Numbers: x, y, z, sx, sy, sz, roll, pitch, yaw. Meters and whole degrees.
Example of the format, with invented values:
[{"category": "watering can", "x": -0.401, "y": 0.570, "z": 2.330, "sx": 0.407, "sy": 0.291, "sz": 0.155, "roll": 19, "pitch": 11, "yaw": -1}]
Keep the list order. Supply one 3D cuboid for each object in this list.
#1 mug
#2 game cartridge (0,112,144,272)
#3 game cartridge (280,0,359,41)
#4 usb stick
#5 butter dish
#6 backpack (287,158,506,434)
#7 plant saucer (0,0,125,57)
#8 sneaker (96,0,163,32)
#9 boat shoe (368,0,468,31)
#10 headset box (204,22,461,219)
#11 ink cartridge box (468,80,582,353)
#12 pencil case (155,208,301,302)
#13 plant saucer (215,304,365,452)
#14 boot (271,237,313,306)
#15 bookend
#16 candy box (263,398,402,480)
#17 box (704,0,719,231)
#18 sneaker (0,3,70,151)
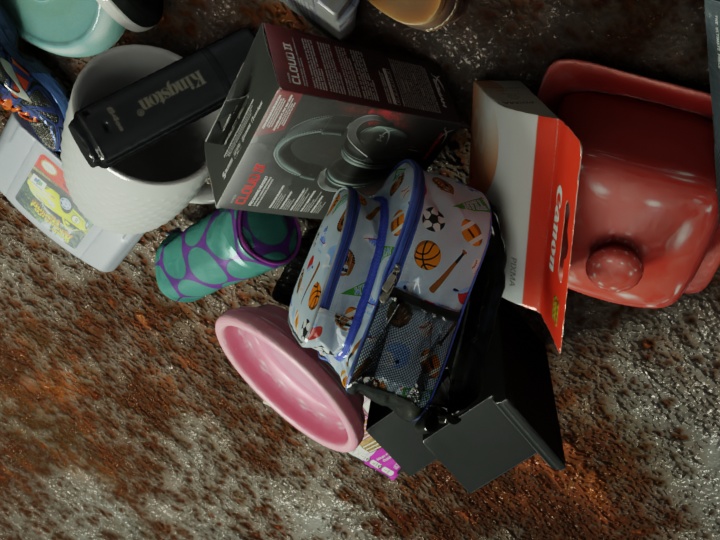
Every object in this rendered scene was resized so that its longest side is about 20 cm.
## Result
[{"category": "mug", "x": -0.206, "y": -0.111, "z": 0.865, "sx": 0.196, "sy": 0.151, "sz": 0.175, "roll": 10, "pitch": 156, "yaw": -23}, {"category": "game cartridge", "x": -0.355, "y": -0.089, "z": 1.019, "sx": 0.199, "sy": 0.041, "sz": 0.133, "roll": 42, "pitch": 137, "yaw": -12}, {"category": "game cartridge", "x": -0.057, "y": -0.233, "z": 0.657, "sx": 0.128, "sy": 0.200, "sz": 0.039, "roll": 31, "pitch": 98, "yaw": -6}, {"category": "usb stick", "x": -0.166, "y": -0.158, "z": 0.764, "sx": 0.056, "sy": 0.198, "sz": 0.032, "roll": 60, "pitch": 155, "yaw": -11}, {"category": "butter dish", "x": 0.218, "y": -0.042, "z": 0.703, "sx": 0.196, "sy": 0.149, "sz": 0.203, "roll": 18, "pitch": 134, "yaw": 12}, {"category": "backpack", "x": 0.028, "y": 0.005, "z": 0.707, "sx": 0.152, "sy": 0.193, "sz": 0.200, "roll": 28, "pitch": -179, "yaw": -18}, {"category": "plant saucer", "x": -0.316, "y": -0.299, "z": 0.827, "sx": 0.196, "sy": 0.028, "sz": 0.203, "roll": 14, "pitch": 133, "yaw": 16}, {"category": "sneaker", "x": -0.198, "y": -0.310, "z": 0.727, "sx": 0.110, "sy": 0.073, "sz": 0.203, "roll": -2, "pitch": 125, "yaw": 29}, {"category": "boat shoe", "x": 0.002, "y": -0.261, "z": 0.671, "sx": 0.200, "sy": 0.070, "sz": 0.071, "roll": 47, "pitch": 123, "yaw": 12}, {"category": "headset box", "x": -0.036, "y": -0.120, "z": 0.739, "sx": 0.196, "sy": 0.078, "sz": 0.149, "roll": 4, "pitch": 144, "yaw": -32}, {"category": "ink cartridge box", "x": 0.124, "y": -0.051, "z": 0.682, "sx": 0.049, "sy": 0.201, "sz": 0.166, "roll": 0, "pitch": 114, "yaw": -1}, {"category": "pencil case", "x": -0.147, "y": -0.025, "z": 0.915, "sx": 0.198, "sy": 0.092, "sz": 0.086, "roll": -18, "pitch": 104, "yaw": 49}, {"category": "plant saucer", "x": -0.068, "y": 0.108, "z": 0.902, "sx": 0.199, "sy": 0.051, "sz": 0.202, "roll": 35, "pitch": 154, "yaw": 19}, {"category": "boot", "x": -0.001, "y": 0.002, "z": 0.893, "sx": 0.156, "sy": 0.080, "sz": 0.212, "roll": 32, "pitch": 135, "yaw": -3}, {"category": "bookend", "x": 0.093, "y": 0.151, "z": 0.854, "sx": 0.198, "sy": 0.201, "sz": 0.092, "roll": -38, "pitch": 107, "yaw": 21}, {"category": "candy box", "x": -0.008, "y": 0.159, "z": 1.043, "sx": 0.198, "sy": 0.061, "sz": 0.137, "roll": 31, "pitch": 134, "yaw": -1}, {"category": "box", "x": 0.327, "y": -0.123, "z": 0.592, "sx": 0.155, "sy": 0.051, "sz": 0.203, "roll": -24, "pitch": 124, "yaw": -7}, {"category": "sneaker", "x": -0.377, "y": -0.200, "z": 0.886, "sx": 0.074, "sy": 0.079, "sz": 0.201, "roll": 12, "pitch": 146, "yaw": 38}]
